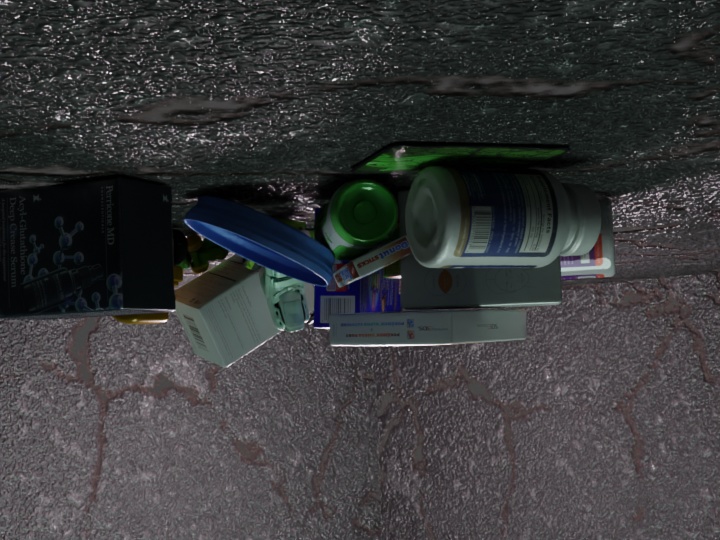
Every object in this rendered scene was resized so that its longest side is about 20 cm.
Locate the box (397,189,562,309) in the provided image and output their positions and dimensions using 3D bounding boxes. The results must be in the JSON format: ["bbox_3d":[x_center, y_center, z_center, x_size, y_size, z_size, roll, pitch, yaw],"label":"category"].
[{"bbox_3d":[0.153,-0.028,1.412,0.200,0.152,0.106,-2,177,9],"label":"box"}]

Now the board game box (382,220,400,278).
[{"bbox_3d":[0.131,-0.045,1.508,0.200,0.102,0.048,-3,175,14],"label":"board game box"}]

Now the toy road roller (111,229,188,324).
[{"bbox_3d":[-0.362,0.010,1.673,0.200,0.146,0.123,-5,175,28],"label":"toy road roller"}]

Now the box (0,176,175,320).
[{"bbox_3d":[-0.327,-0.021,1.286,0.200,0.149,0.107,-5,175,24],"label":"box"}]

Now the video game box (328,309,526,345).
[{"bbox_3d":[0.090,0.073,1.430,0.182,0.047,0.200,-6,175,35],"label":"video game box"}]

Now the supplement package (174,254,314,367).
[{"bbox_3d":[-0.187,0.048,1.799,0.200,0.117,0.117,-33,-155,-26],"label":"supplement package"}]

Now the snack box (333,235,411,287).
[{"bbox_3d":[0.013,-0.009,1.361,0.072,0.024,0.200,-25,179,-9],"label":"snack box"}]

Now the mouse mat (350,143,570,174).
[{"bbox_3d":[0.104,-0.117,1.189,0.200,0.008,0.161,0,175,-17],"label":"mouse mat"}]

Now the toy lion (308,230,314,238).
[{"bbox_3d":[-0.017,-0.039,1.834,0.192,0.069,0.200,11,168,-39],"label":"toy lion"}]

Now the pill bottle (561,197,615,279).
[{"bbox_3d":[0.254,-0.041,1.559,0.200,0.112,0.111,-3,175,12],"label":"pill bottle"}]

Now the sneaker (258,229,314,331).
[{"bbox_3d":[-0.095,0.021,1.592,0.074,0.118,0.200,-16,164,-16],"label":"sneaker"}]

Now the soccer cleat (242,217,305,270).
[{"bbox_3d":[-0.133,-0.040,1.684,0.081,0.068,0.200,-2,173,-17],"label":"soccer cleat"}]

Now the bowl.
[{"bbox_3d":[-0.124,-0.038,1.398,0.201,0.039,0.201,23,172,3],"label":"bowl"}]

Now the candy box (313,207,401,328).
[{"bbox_3d":[0.000,0.000,1.586,0.077,0.169,0.200,0,176,20],"label":"candy box"}]

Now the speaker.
[{"bbox_3d":[-0.008,-0.060,1.365,0.088,0.089,0.200,-2,175,-9],"label":"speaker"}]

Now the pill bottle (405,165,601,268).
[{"bbox_3d":[0.160,-0.058,1.224,0.200,0.111,0.111,0,175,-23],"label":"pill bottle"}]

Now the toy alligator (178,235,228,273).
[{"bbox_3d":[-0.260,-0.035,1.809,0.200,0.059,0.054,-9,-140,3],"label":"toy alligator"}]
